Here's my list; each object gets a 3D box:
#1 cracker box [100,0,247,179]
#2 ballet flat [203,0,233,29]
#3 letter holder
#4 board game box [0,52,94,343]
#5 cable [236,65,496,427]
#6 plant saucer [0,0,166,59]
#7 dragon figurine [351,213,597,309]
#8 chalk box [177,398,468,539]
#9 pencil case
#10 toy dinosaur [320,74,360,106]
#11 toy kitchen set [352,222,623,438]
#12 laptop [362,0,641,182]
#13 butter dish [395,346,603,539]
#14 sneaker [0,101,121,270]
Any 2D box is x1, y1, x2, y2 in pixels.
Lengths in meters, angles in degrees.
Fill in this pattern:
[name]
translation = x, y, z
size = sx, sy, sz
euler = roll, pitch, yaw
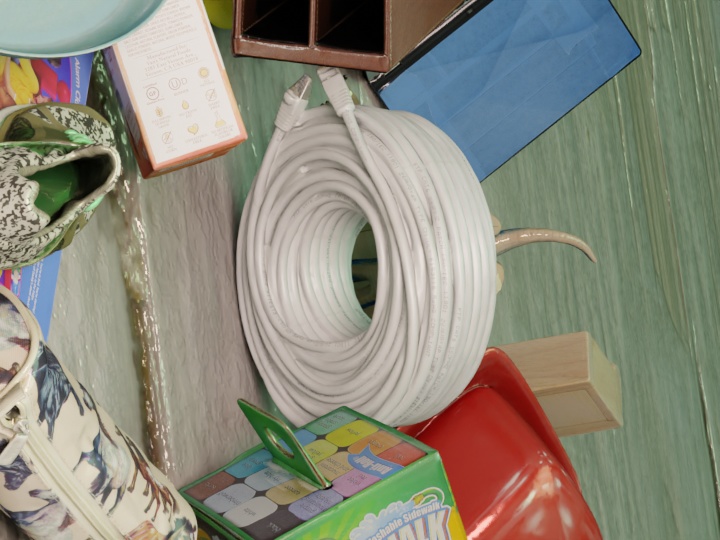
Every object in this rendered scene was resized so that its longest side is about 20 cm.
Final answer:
[cracker box]
translation = -0.122, -0.154, 1.363
size = 0.134, 0.057, 0.201
euler = 176, -104, -83
[ballet flat]
translation = -0.079, -0.253, 1.613
size = 0.067, 0.067, 0.201
euler = 25, 57, -63
[letter holder]
translation = 0.000, -0.219, 1.547
size = 0.200, 0.100, 0.143
euler = -49, 144, -64
[board game box]
translation = -0.193, -0.076, 1.256
size = 0.135, 0.044, 0.201
euler = 56, 31, -47
[cable]
translation = 0.000, 0.000, 1.527
size = 0.069, 0.201, 0.200
euler = -4, 47, -40
[plant saucer]
translation = -0.180, -0.186, 1.232
size = 0.199, 0.027, 0.201
euler = 14, 58, -24
[dragon figurine]
translation = 0.050, -0.005, 1.671
size = 0.099, 0.199, 0.059
euler = -10, -85, 68
[chalk box]
translation = -0.016, 0.161, 1.435
size = 0.124, 0.123, 0.201
euler = 24, -44, 60
[pencil case]
translation = -0.150, 0.095, 1.235
size = 0.200, 0.077, 0.090
euler = 58, 4, -46
[toy dinosaur]
translation = -0.002, -0.076, 1.705
size = 0.101, 0.058, 0.200
euler = 51, 16, -11
[toy kitchen set]
translation = 0.096, 0.036, 1.781
size = 0.163, 0.179, 0.201
euler = 49, 35, -56
[laptop]
translation = 0.107, -0.160, 1.844
size = 0.116, 0.187, 0.200
euler = 51, 0, 4
[butter dish]
translation = 0.084, 0.188, 1.617
size = 0.199, 0.148, 0.200
euler = -43, 135, -12
[sneaker]
translation = -0.143, -0.037, 1.177
size = 0.200, 0.088, 0.077
euler = -46, 123, -65
